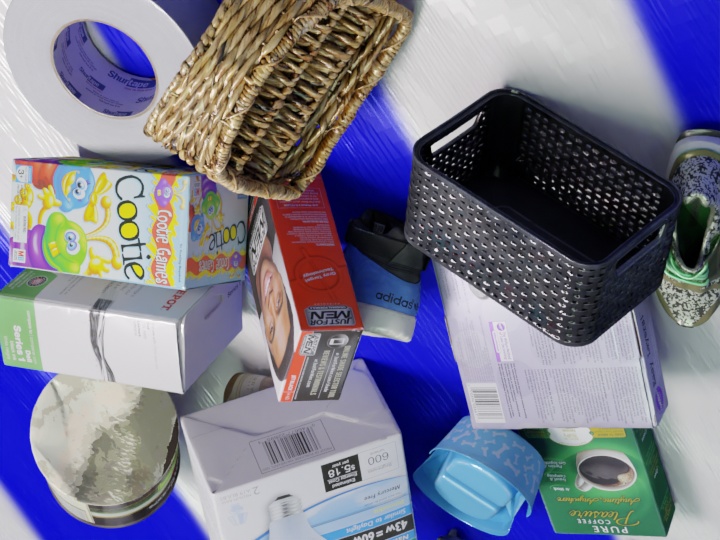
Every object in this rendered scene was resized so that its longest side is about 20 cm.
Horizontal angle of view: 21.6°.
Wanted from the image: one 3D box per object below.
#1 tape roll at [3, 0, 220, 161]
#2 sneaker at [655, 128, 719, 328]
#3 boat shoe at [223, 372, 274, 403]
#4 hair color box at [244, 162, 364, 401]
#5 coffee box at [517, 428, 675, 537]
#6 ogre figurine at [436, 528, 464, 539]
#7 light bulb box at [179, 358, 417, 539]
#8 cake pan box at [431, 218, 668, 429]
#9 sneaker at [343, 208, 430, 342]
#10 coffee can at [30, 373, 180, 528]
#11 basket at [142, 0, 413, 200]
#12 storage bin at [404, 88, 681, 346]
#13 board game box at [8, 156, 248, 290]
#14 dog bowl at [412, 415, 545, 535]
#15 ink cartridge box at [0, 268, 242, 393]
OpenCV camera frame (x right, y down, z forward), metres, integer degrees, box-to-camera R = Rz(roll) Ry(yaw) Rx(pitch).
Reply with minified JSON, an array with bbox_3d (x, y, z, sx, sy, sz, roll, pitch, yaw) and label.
[{"bbox_3d":[-0.214,-0.196,1.679,0.199,0.066,0.201,13,134,14],"label":"tape roll"},{"bbox_3d":[0.273,-0.019,1.583,0.076,0.089,0.201,11,133,16],"label":"sneaker"},{"bbox_3d":[-0.082,0.193,1.961,0.065,0.072,0.201,0,123,27],"label":"boat shoe"},{"bbox_3d":[-0.055,0.008,1.690,0.061,0.201,0.102,-1,138,-19],"label":"hair color box"},{"bbox_3d":[0.221,0.171,1.811,0.122,0.044,0.201,-4,127,28],"label":"coffee box"},{"bbox_3d":[0.086,0.364,1.996,0.098,0.120,0.201,-7,124,36],"label":"ogre figurine"},{"bbox_3d":[-0.057,0.223,1.875,0.197,0.125,0.201,-17,129,-9],"label":"light bulb box"},{"bbox_3d":[0.171,0.053,1.693,0.183,0.052,0.201,-4,112,30],"label":"cake pan box"},{"bbox_3d":[0.001,0.000,1.754,0.076,0.112,0.200,16,175,-24],"label":"sneaker"},{"bbox_3d":[-0.256,0.178,1.920,0.146,0.147,0.200,27,166,2],"label":"coffee can"},{"bbox_3d":[-0.064,-0.158,1.539,0.149,0.143,0.200,34,105,-6],"label":"basket"},{"bbox_3d":[0.147,-0.046,1.550,0.200,0.135,0.094,34,141,28],"label":"storage bin"},{"bbox_3d":[-0.214,-0.047,1.746,0.199,0.105,0.104,7,98,28],"label":"board game box"},{"bbox_3d":[0.118,0.197,1.834,0.111,0.050,0.200,32,159,3],"label":"dog bowl"},{"bbox_3d":[-0.230,0.040,1.832,0.199,0.146,0.085,9,118,20],"label":"ink cartridge box"}]
